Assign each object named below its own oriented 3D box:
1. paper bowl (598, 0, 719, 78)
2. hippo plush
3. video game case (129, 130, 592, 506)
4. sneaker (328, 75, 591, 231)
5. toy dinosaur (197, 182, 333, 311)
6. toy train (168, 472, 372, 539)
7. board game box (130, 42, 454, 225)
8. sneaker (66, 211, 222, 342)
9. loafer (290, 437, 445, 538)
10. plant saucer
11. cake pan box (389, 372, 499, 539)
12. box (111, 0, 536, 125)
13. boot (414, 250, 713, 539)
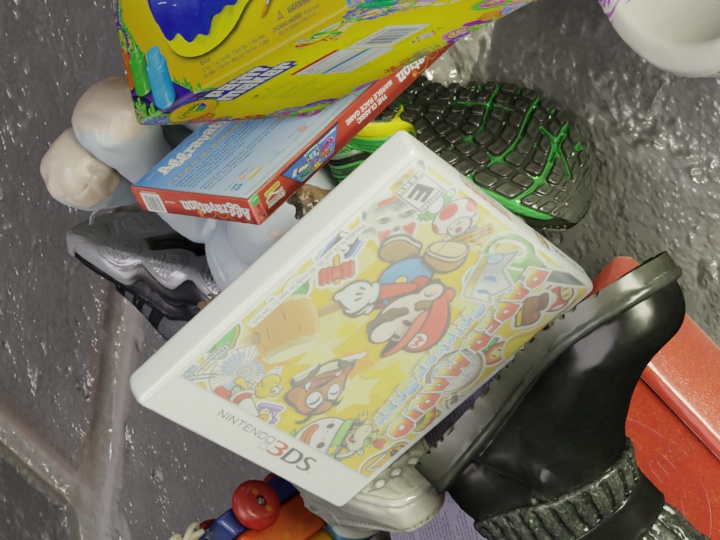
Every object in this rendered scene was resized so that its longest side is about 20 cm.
[{"bbox_3d":[0.188,-0.188,0.916,0.200,0.103,0.203,178,90,-66],"label":"paper bowl"},{"bbox_3d":[-0.100,-0.041,1.299,0.161,0.159,0.201,50,138,17],"label":"hippo plush"},{"bbox_3d":[0.004,0.034,1.095,0.200,0.182,0.023,-42,48,14],"label":"video game case"},{"bbox_3d":[0.055,-0.065,1.195,0.199,0.078,0.086,25,144,39],"label":"sneaker"},{"bbox_3d":[0.000,0.000,1.181,0.086,0.135,0.201,49,126,20],"label":"toy dinosaur"},{"bbox_3d":[-0.061,0.203,1.359,0.116,0.199,0.085,51,139,7],"label":"toy train"},{"bbox_3d":[-0.031,-0.095,1.164,0.102,0.200,0.020,9,133,44],"label":"board game box"},{"bbox_3d":[-0.133,0.032,1.437,0.199,0.075,0.115,19,121,38],"label":"sneaker"},{"bbox_3d":[0.004,0.131,1.258,0.070,0.070,0.200,65,165,-16],"label":"loafer"},{"bbox_3d":[0.152,0.128,1.156,0.200,0.037,0.200,47,125,8],"label":"plant saucer"},{"bbox_3d":[0.078,0.107,1.270,0.183,0.052,0.202,-1,110,46],"label":"cake pan box"},{"bbox_3d":[-0.033,-0.196,1.026,0.199,0.121,0.195,-22,78,50],"label":"box"},{"bbox_3d":[0.140,0.103,1.083,0.158,0.079,0.211,48,130,10],"label":"boot"}]
